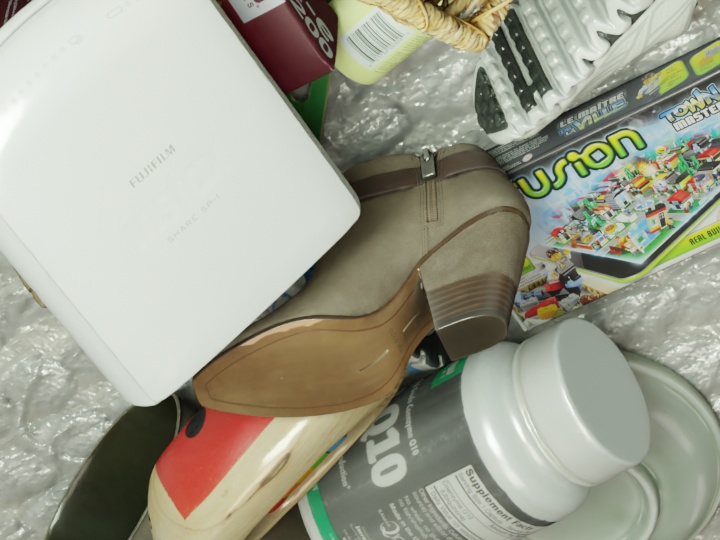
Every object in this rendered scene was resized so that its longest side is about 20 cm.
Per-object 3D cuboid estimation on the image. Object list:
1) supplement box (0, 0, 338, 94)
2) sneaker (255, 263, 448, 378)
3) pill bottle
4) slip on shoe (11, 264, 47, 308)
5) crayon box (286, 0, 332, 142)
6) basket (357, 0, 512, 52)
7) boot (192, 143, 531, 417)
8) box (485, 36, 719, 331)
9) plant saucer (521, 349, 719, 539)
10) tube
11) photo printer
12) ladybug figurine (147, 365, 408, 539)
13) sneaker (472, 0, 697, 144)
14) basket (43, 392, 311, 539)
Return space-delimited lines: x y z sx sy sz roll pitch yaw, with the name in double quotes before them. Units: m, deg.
"supplement box" -0.123 -0.119 1.380 0.199 0.061 0.109 -25 122 18
"sneaker" -0.044 0.018 1.542 0.200 0.075 0.087 37 126 -23
"pill bottle" 0.068 0.112 1.546 0.200 0.113 0.113 -30 121 30
"slip on shoe" -0.102 -0.021 1.410 0.199 0.061 0.076 -7 155 -38
"crayon box" -0.114 -0.117 1.451 0.199 0.051 0.127 7 127 -3
"basket" 0.028 -0.227 1.226 0.148 0.143 0.201 26 90 10
"boot" 0.000 0.000 1.439 0.199 0.147 0.070 -11 133 2
"box" 0.155 -0.049 1.501 0.199 0.035 0.110 -26 122 21
"plant saucer" 0.136 0.139 1.638 0.199 0.050 0.201 1 128 1
"tube" 0.059 -0.174 1.378 0.200 0.058 0.052 -37 90 34
"photo printer" -0.113 -0.054 1.308 0.166 0.069 0.200 -42 119 -11
"ladybug figurine" -0.053 0.094 1.491 0.072 0.136 0.200 45 98 8
"sneaker" 0.136 -0.135 1.417 0.081 0.075 0.200 7 142 -38
"basket" -0.078 0.185 1.635 0.199 0.136 0.180 26 129 -21
